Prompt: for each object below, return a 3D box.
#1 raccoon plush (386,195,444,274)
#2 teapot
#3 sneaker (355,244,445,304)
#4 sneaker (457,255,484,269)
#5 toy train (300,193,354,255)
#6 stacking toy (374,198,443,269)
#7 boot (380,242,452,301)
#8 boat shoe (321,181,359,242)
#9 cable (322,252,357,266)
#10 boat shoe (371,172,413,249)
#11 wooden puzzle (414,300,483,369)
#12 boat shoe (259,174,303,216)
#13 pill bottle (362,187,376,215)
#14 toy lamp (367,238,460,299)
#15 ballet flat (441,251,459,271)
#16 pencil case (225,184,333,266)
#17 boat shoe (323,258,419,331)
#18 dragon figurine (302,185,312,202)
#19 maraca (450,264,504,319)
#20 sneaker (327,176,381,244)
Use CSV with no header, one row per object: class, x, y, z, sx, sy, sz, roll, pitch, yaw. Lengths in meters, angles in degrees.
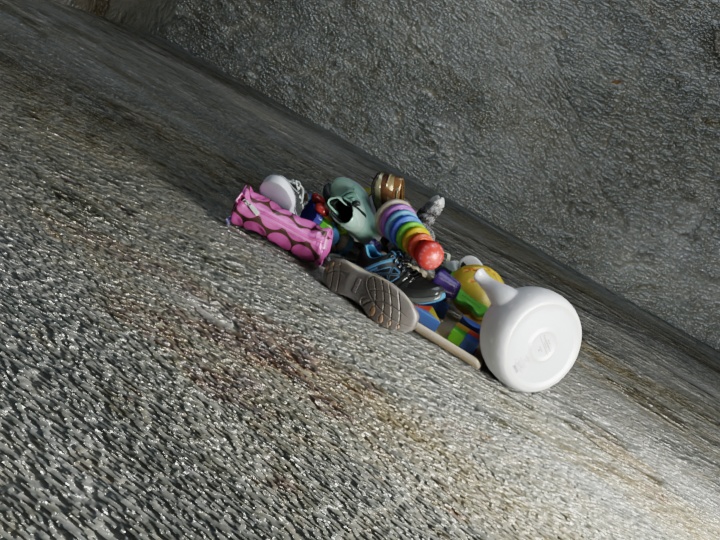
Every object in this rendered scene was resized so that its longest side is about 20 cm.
raccoon plush,0.150,-0.041,1.533,0.134,0.200,0.097,47,-7,-27
teapot,0.290,0.115,1.307,0.196,0.202,0.146,8,11,-25
sneaker,0.070,0.008,1.354,0.199,0.083,0.073,17,14,30
sneaker,0.294,0.058,1.631,0.201,0.073,0.112,61,10,14
toy train,-0.079,-0.104,1.568,0.115,0.085,0.200,34,13,-20
stacking toy,0.100,-0.065,1.394,0.085,0.086,0.200,19,17,-30
boot,0.128,-0.010,1.641,0.199,0.066,0.165,34,7,11
boat shoe,-0.033,-0.146,1.630,0.074,0.062,0.201,-4,41,-24
cable,0.000,0.000,1.473,0.199,0.050,0.097,-11,56,-49
boat shoe,0.075,-0.121,1.564,0.073,0.201,0.076,3,46,19
wooden puzzle,0.165,0.101,1.372,0.184,0.047,0.200,31,14,11
boat shoe,-0.144,-0.147,1.424,0.073,0.069,0.200,20,-19,15
pill bottle,0.016,-0.143,1.742,0.112,0.113,0.200,19,-1,-30
toy lamp,0.102,0.000,1.418,0.199,0.059,0.058,28,14,20
ballet flat,0.206,-0.004,1.760,0.068,0.069,0.200,13,21,-47
pencil case,-0.146,-0.083,1.355,0.199,0.091,0.094,25,-21,-3
boat shoe,0.028,0.037,1.283,0.199,0.075,0.073,35,16,22
dragon figurine,-0.098,-0.145,1.706,0.099,0.059,0.200,22,14,-20
maraca,0.239,0.050,1.490,0.136,0.108,0.200,32,22,10
sneaker,-0.032,-0.148,1.506,0.118,0.074,0.201,36,18,-49
